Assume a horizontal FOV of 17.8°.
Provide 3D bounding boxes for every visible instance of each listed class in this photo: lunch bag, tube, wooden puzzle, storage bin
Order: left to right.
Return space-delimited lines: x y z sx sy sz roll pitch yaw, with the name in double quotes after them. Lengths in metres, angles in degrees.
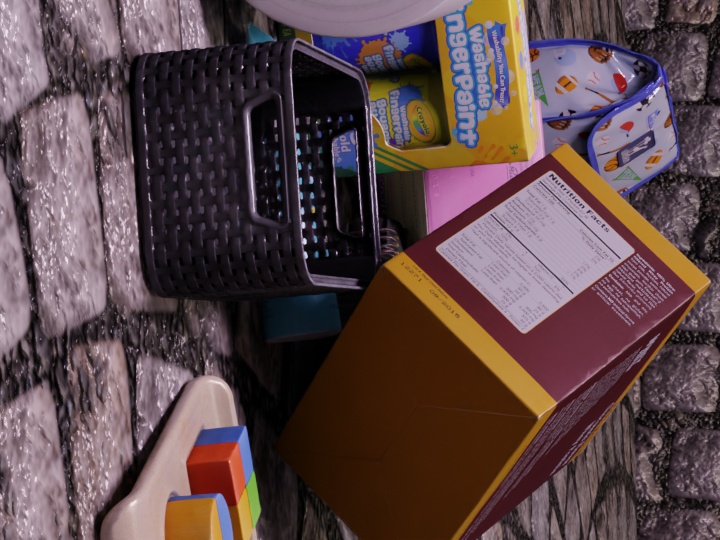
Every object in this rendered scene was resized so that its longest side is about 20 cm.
-0.080 0.174 1.253 0.200 0.046 0.187 -58 142 -69 "wooden puzzle"
-0.056 -0.054 1.334 0.200 0.093 0.136 8 78 -78 "storage bin"
-0.051 -0.055 1.478 0.077 0.050 0.202 37 44 -83 "tube"
0.225 -0.153 2.376 0.170 0.198 0.125 64 25 -61 "lunch bag"

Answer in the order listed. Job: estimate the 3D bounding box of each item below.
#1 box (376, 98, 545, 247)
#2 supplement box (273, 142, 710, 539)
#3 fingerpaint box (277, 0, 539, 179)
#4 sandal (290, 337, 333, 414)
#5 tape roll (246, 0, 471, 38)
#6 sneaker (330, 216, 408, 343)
0.078 -0.022 1.756 0.200 0.096 0.177 134 -48 -77 "box"
0.083 0.061 1.466 0.200 0.133 0.198 -33 161 -42 "supplement box"
0.030 -0.172 1.587 0.073 0.165 0.202 -56 140 -70 "fingerpaint box"
-0.011 0.087 1.595 0.200 0.042 0.077 55 33 -66 "sandal"
0.004 -0.248 1.423 0.139 0.201 0.204 -32 117 -75 "tape roll"
0.000 0.000 1.635 0.200 0.074 0.107 77 8 -72 "sneaker"
